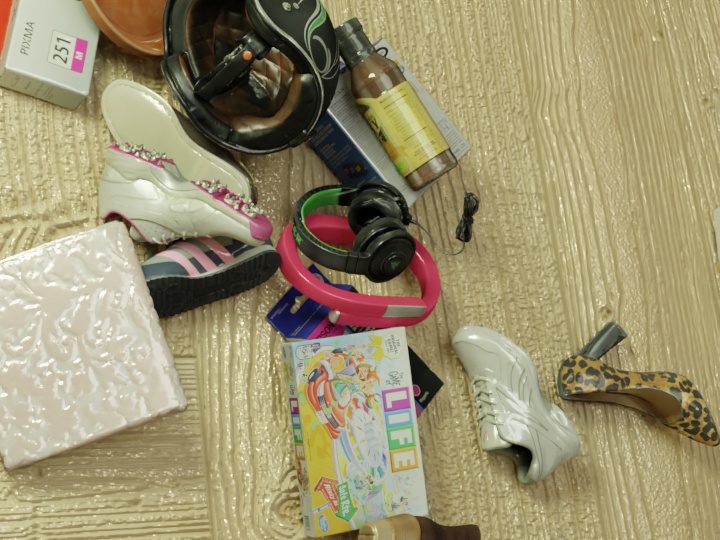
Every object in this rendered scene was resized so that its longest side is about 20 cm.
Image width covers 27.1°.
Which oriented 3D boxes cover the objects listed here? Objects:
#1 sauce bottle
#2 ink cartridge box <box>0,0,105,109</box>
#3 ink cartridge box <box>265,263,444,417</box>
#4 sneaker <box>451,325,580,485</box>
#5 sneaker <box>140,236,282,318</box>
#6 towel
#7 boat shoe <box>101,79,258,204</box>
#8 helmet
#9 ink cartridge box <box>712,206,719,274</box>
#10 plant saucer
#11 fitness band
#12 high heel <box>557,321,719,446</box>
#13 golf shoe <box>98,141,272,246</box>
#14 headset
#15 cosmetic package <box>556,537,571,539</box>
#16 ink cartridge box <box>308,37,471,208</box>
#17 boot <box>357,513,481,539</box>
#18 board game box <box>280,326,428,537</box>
[{"bbox_3d":[0.032,-0.186,1.656,0.064,0.065,0.201,-30,87,-34],"label":"sauce bottle"},{"bbox_3d":[-0.358,-0.290,1.574,0.172,0.043,0.202,17,64,-25],"label":"ink cartridge box"},{"bbox_3d":[-0.005,0.089,1.639,0.200,0.037,0.095,45,56,-5],"label":"ink cartridge box"},{"bbox_3d":[0.162,0.155,1.685,0.099,0.078,0.201,-39,92,-31],"label":"sneaker"},{"bbox_3d":[-0.186,-0.007,1.563,0.198,0.071,0.082,-14,55,-31],"label":"sneaker"},{"bbox_3d":[-0.286,0.073,1.449,0.189,0.032,0.202,-19,80,-13],"label":"towel"},{"bbox_3d":[-0.192,-0.130,1.593,0.199,0.072,0.059,39,12,8],"label":"boat shoe"},{"bbox_3d":[-0.116,-0.235,1.591,0.198,0.201,0.192,24,30,-20],"label":"helmet"},{"bbox_3d":[0.551,0.008,1.956,0.144,0.087,0.203,8,69,-27],"label":"ink cartridge box"},{"bbox_3d":[-0.246,-0.329,1.622,0.199,0.032,0.203,22,62,-49],"label":"plant saucer"},{"bbox_3d":[0.000,0.000,1.643,0.198,0.038,0.144,6,42,-30],"label":"fitness band"},{"bbox_3d":[0.326,0.166,1.770,0.200,0.072,0.142,43,49,11],"label":"high heel"},{"bbox_3d":[-0.183,-0.059,1.530,0.198,0.075,0.092,26,99,18],"label":"golf shoe"},{"bbox_3d":[0.026,-0.054,1.614,0.197,0.095,0.124,5,41,-11],"label":"headset"},{"bbox_3d":[0.279,0.378,1.660,0.198,0.090,0.108,17,61,-20],"label":"cosmetic package"},{"bbox_3d":[0.014,-0.172,1.722,0.201,0.076,0.136,51,56,-6],"label":"ink cartridge box"},{"bbox_3d":[0.058,0.357,1.551,0.165,0.072,0.203,13,82,-41],"label":"boot"},{"bbox_3d":[-0.006,0.168,1.571,0.133,0.034,0.203,-7,89,-25],"label":"board game box"}]
